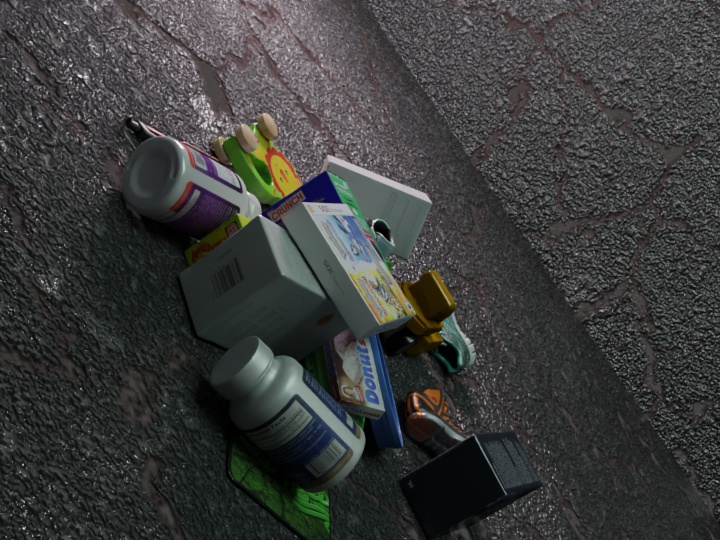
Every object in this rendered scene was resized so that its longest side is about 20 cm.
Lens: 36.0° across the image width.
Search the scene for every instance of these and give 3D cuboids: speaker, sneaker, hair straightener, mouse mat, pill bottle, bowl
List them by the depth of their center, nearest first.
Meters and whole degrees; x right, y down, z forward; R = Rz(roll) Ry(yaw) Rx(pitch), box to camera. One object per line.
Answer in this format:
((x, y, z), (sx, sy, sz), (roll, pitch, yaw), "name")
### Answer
((-0.095, 0.179, 1.401), (0.200, 0.111, 0.111), (49, 20, -22), "pill bottle")
((-0.101, 0.262, 1.431), (0.200, 0.008, 0.161), (47, 21, -28), "mouse mat")
((-0.229, -0.104, 1.554), (0.200, 0.111, 0.111), (28, 33, -55), "pill bottle")
((-0.046, 0.161, 1.613), (0.088, 0.088, 0.200), (42, 23, -36), "speaker")
((-0.278, -0.172, 1.654), (0.200, 0.041, 0.077), (35, 28, -47), "hair straightener")
((0.025, 0.179, 1.712), (0.201, 0.039, 0.201), (-14, 90, -88), "bowl")
((0.000, 0.000, 1.807), (0.074, 0.118, 0.200), (31, 44, -24), "sneaker")
((0.151, 0.273, 1.924), (0.200, 0.078, 0.112), (46, 22, -28), "sneaker")
((0.158, 0.121, 2.205), (0.200, 0.078, 0.091), (53, 23, -5), "sneaker")

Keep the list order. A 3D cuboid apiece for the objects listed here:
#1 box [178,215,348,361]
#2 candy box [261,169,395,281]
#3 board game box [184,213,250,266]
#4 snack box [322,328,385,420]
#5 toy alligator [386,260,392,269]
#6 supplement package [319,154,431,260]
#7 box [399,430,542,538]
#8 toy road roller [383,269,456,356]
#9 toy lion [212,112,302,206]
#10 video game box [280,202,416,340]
((-0.122, 0.037, 1.524), (0.200, 0.152, 0.106), (32, 29, -53), "box")
((-0.066, -0.028, 1.741), (0.077, 0.169, 0.200), (26, 35, -62), "candy box")
((-0.151, -0.010, 1.608), (0.200, 0.102, 0.048), (26, 35, -56), "board game box")
((-0.016, 0.126, 1.584), (0.072, 0.024, 0.200), (18, 35, -25), "snack box")
((-0.017, -0.043, 2.082), (0.054, 0.059, 0.200), (11, -12, 46), "toy alligator")
((0.012, -0.116, 2.004), (0.200, 0.117, 0.117), (22, 11, -7), "supplement package")
((0.180, 0.339, 1.776), (0.107, 0.148, 0.200), (62, 20, 18), "box")
((0.113, 0.072, 2.052), (0.123, 0.146, 0.200), (61, 19, 14), "toy road roller")
((-0.160, -0.169, 1.928), (0.192, 0.069, 0.200), (61, 18, -9), "toy lion")
((-0.013, -0.004, 1.556), (0.200, 0.047, 0.182), (57, 19, 8), "video game box")
